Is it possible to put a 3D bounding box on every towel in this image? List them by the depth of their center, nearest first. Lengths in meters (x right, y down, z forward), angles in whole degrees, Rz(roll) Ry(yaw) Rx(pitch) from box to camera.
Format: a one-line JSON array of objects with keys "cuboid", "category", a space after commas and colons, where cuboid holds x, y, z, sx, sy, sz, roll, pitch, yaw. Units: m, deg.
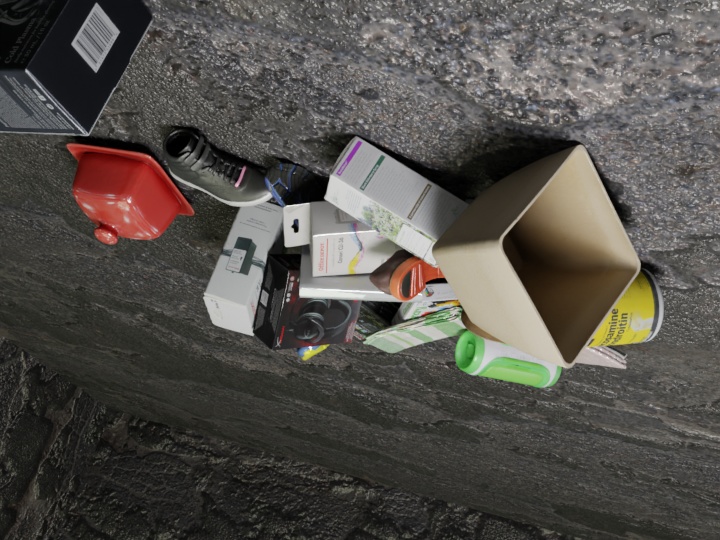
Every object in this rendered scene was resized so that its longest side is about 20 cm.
[{"cuboid": [0.344, 0.115, 1.514, 0.198, 0.033, 0.191, 28, 170, -16], "category": "towel"}, {"cuboid": [0.119, 0.116, 1.599, 0.197, 0.024, 0.152, -18, 159, 22], "category": "towel"}]

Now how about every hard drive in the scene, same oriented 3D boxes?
[{"cuboid": [0.000, 0.000, 1.409, 0.196, 0.133, 0.027, 2, 127, -3], "category": "hard drive"}]

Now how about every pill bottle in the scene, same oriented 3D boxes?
[{"cuboid": [0.331, 0.055, 1.256, 0.196, 0.114, 0.112, -3, 161, -14], "category": "pill bottle"}]

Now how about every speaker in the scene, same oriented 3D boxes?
[{"cuboid": [0.278, 0.166, 1.611, 0.197, 0.090, 0.088, 13, 161, -25], "category": "speaker"}]

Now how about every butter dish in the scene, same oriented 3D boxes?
[{"cuboid": [-0.430, -0.117, 1.539, 0.197, 0.150, 0.200, 10, 156, 22], "category": "butter dish"}]

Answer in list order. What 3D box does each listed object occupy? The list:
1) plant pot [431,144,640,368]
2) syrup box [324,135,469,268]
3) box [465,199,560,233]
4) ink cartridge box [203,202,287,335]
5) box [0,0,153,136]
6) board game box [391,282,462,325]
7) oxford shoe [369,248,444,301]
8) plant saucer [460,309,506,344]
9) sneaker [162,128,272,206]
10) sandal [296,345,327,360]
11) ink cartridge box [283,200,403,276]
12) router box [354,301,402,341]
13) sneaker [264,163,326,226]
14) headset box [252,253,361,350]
[{"cuboid": [0.214, -0.017, 1.127, 0.176, 0.200, 0.201, -1, 128, 53], "category": "plant pot"}, {"cuboid": [0.051, -0.098, 1.232, 0.198, 0.082, 0.079, 33, 157, 5], "category": "syrup box"}, {"cuboid": [0.252, -0.033, 1.304, 0.154, 0.042, 0.200, 6, 153, 30], "category": "box"}, {"cuboid": [-0.198, -0.005, 1.525, 0.082, 0.203, 0.147, 17, 157, 6], "category": "ink cartridge box"}, {"cuboid": [-0.403, -0.286, 1.084, 0.194, 0.202, 0.124, 5, 152, 29], "category": "box"}, {"cuboid": [0.136, 0.071, 1.572, 0.124, 0.035, 0.200, -4, 159, -11], "category": "board game box"}, {"cuboid": [0.094, -0.022, 1.311, 0.072, 0.199, 0.072, 18, 122, 38], "category": "oxford shoe"}, {"cuboid": [0.259, 0.059, 1.373, 0.197, 0.200, 0.036, 8, 115, 25], "category": "plant saucer"}, {"cuboid": [-0.233, -0.165, 1.370, 0.197, 0.072, 0.099, 19, 162, 14], "category": "sneaker"}, {"cuboid": [-0.103, 0.107, 1.753, 0.079, 0.201, 0.088, -29, 112, 16], "category": "sandal"}, {"cuboid": [-0.020, -0.051, 1.341, 0.196, 0.068, 0.117, -4, 147, -5], "category": "ink cartridge box"}, {"cuboid": [-0.004, 0.069, 1.705, 0.199, 0.063, 0.149, 36, 151, -32], "category": "router box"}, {"cuboid": [-0.091, -0.101, 1.397, 0.078, 0.076, 0.200, 1, 149, 44], "category": "sneaker"}, {"cuboid": [-0.079, 0.052, 1.515, 0.198, 0.151, 0.077, -1, -156, -39], "category": "headset box"}]
